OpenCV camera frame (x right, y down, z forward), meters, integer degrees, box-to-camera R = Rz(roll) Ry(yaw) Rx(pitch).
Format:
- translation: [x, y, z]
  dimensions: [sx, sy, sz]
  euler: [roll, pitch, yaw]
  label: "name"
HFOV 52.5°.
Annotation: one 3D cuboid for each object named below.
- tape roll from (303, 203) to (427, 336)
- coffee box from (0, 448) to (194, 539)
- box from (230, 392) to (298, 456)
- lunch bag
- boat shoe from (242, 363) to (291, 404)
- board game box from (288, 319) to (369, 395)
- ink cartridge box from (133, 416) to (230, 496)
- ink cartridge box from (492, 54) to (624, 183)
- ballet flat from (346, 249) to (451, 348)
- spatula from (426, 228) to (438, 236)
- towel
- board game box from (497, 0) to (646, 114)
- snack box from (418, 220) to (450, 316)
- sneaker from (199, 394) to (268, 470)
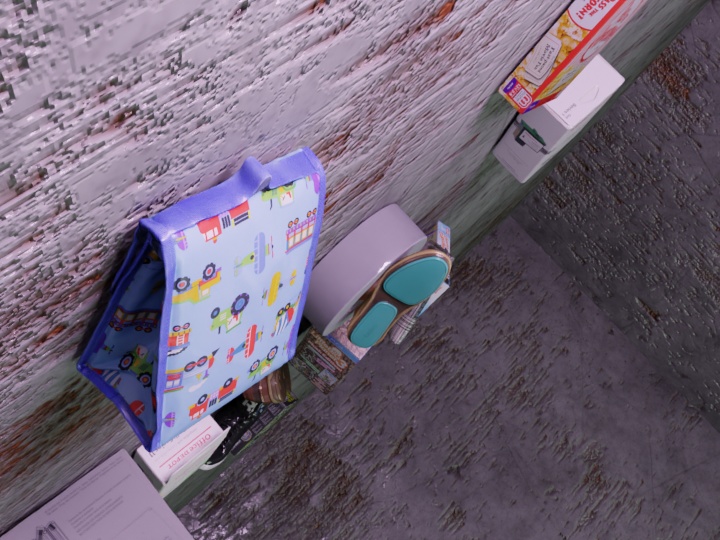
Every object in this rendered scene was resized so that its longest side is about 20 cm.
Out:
- translation: [0.000, 0.000, 1.012]
  dimensions: [0.200, 0.066, 0.200]
  euler: [-42, 172, -7]
  label: "tape roll"
- translation: [-0.336, 0.389, 0.900]
  dimensions: [0.199, 0.200, 0.198]
  euler: [-34, 169, -48]
  label: "coffee box"
- translation: [-0.270, 0.417, 2.016]
  dimensions: [0.200, 0.044, 0.160]
  euler: [-44, 172, 4]
  label: "box"
- translation: [-0.097, 0.007, 0.510]
  dimensions: [0.150, 0.094, 0.200]
  euler: [-31, 157, -46]
  label: "lunch bag"
- translation: [-0.160, 0.187, 1.264]
  dimensions: [0.067, 0.072, 0.200]
  euler: [-10, -179, 1]
  label: "boat shoe"
- translation: [-0.023, 0.105, 1.284]
  dimensions: [0.160, 0.097, 0.200]
  euler: [-48, 176, -32]
  label: "board game box"
- translation: [-0.272, 0.270, 1.078]
  dimensions: [0.117, 0.067, 0.200]
  euler: [-37, 171, -36]
  label: "ink cartridge box"
- translation: [0.323, -0.253, 1.211]
  dimensions: [0.146, 0.084, 0.200]
  euler: [-41, 172, -20]
  label: "ink cartridge box"
- translation: [0.046, 0.025, 0.971]
  dimensions: [0.200, 0.068, 0.063]
  euler: [-45, -160, 33]
  label: "ballet flat"
- translation: [0.079, -0.020, 1.488]
  dimensions: [0.200, 0.021, 0.056]
  euler: [-46, 175, 26]
  label: "spatula"
- translation: [0.097, 0.032, 1.383]
  dimensions: [0.193, 0.034, 0.200]
  euler: [-58, -170, 5]
  label: "towel"
- translation: [0.270, -0.288, 0.887]
  dimensions: [0.200, 0.046, 0.151]
  euler: [-49, 171, 36]
  label: "board game box"
- translation: [0.135, -0.002, 1.495]
  dimensions: [0.116, 0.037, 0.201]
  euler: [-47, -161, 34]
  label: "snack box"
- translation: [-0.230, 0.266, 1.310]
  dimensions: [0.112, 0.073, 0.200]
  euler: [-49, 179, 22]
  label: "sneaker"
